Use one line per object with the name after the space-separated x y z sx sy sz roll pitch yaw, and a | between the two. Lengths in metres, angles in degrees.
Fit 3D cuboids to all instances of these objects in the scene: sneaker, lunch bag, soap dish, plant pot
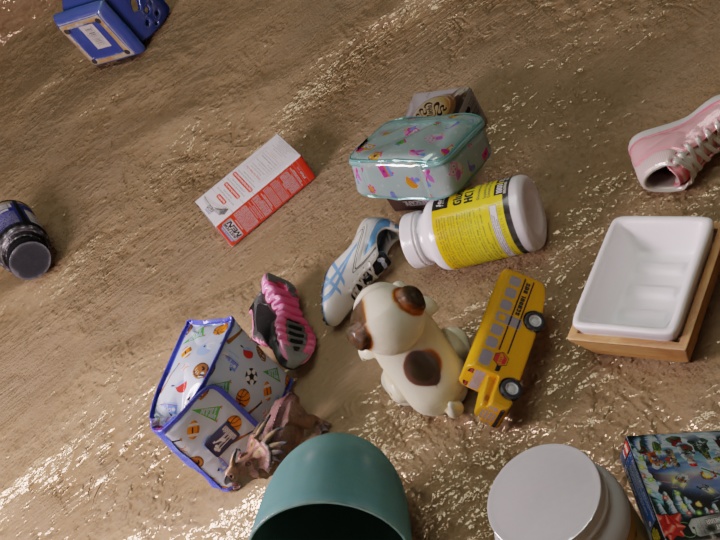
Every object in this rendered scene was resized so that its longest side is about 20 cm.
0.000 0.000 1.733 0.072 0.072 0.201 13 63 34 | sneaker
-0.203 0.194 1.610 0.123 0.170 0.201 -9 45 37 | lunch bag
0.370 0.024 1.416 0.157 0.081 0.201 3 52 38 | soap dish
0.471 -0.170 1.542 0.199 0.075 0.105 -22 38 26 | sneaker
-0.132 0.096 1.747 0.095 0.079 0.200 -48 34 21 | sneaker
-0.032 0.297 1.363 0.200 0.201 0.161 -22 29 17 | plant pot
-0.620 -0.629 2.739 0.199 0.200 0.181 -5 53 32 | plant pot
0.089 -0.178 1.689 0.199 0.077 0.160 6 40 38 | lunch bag

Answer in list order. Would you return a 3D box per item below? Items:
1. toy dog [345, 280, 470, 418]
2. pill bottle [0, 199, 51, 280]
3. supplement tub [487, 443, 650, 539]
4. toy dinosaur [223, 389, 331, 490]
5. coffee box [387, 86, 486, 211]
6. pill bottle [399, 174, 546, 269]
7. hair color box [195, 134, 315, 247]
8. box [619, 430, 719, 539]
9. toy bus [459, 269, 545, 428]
0.054 0.100 1.483 0.139 0.200 0.194 -28 39 11 | toy dog
-0.702 -0.061 2.289 0.112 0.112 0.200 -41 38 -5 | pill bottle
0.226 0.286 1.165 0.144 0.200 0.145 -21 41 19 | supplement tub
-0.109 0.223 1.534 0.085 0.136 0.201 -14 43 26 | toy dinosaur
0.117 -0.200 1.834 0.112 0.080 0.201 0 51 36 | coffee box
0.163 -0.065 1.637 0.199 0.113 0.113 -13 44 26 | pill bottle
-0.192 -0.147 2.030 0.200 0.064 0.111 -39 40 -5 | hair color box
0.386 0.229 1.157 0.198 0.040 0.137 -3 42 -7 | box
0.187 0.101 1.463 0.078 0.065 0.201 23 59 3 | toy bus
